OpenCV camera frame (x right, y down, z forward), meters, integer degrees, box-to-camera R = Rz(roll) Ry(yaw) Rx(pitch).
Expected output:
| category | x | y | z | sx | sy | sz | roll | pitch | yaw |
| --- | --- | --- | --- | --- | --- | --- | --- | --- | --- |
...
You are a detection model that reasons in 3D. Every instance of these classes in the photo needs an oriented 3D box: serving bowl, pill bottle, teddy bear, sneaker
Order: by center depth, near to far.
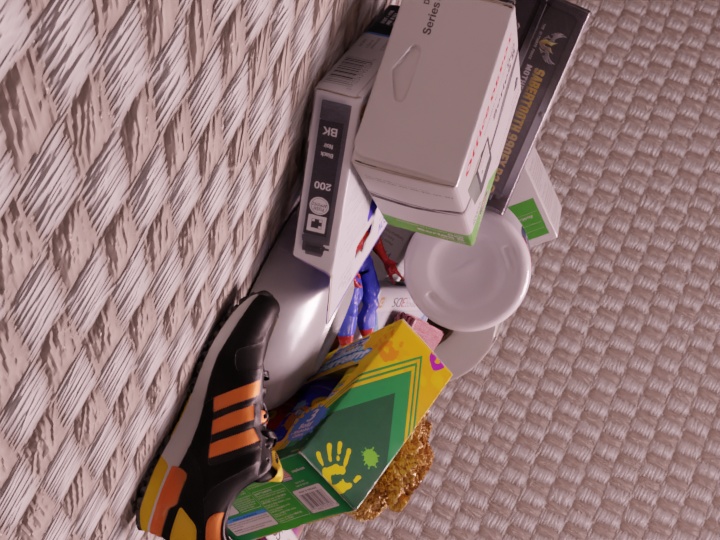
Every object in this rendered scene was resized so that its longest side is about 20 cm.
| category | x | y | z | sx | sy | sz | roll | pitch | yaw |
| --- | --- | --- | --- | --- | --- | --- | --- | --- | --- |
| sneaker | -0.089 | 0.117 | 1.000 | 0.070 | 0.090 | 0.200 | 79 | 35 | -80 |
| serving bowl | -0.052 | 0.039 | 1.156 | 0.200 | 0.066 | 0.200 | 24 | 90 | -84 |
| teddy bear | 0.024 | 0.164 | 1.280 | 0.145 | 0.067 | 0.200 | -58 | -176 | 20 |
| pill bottle | 0.109 | -0.013 | 1.328 | 0.200 | 0.119 | 0.120 | -46 | 159 | -80 |

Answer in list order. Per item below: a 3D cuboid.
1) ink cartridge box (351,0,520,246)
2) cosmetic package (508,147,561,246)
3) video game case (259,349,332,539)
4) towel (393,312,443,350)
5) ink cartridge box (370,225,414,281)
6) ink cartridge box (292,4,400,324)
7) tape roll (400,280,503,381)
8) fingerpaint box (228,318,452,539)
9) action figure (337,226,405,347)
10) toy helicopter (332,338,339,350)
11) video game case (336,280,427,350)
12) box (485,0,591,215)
| category | x | y | z | sx | sy | sz | roll | pitch | yaw |
| --- | --- | --- | --- | --- | --- | --- | --- | --- | --- |
| ink cartridge box | 0.065 | -0.115 | 1.041 | 0.200 | 0.084 | 0.146 | 52 | 55 | -77 |
| cosmetic package | 0.136 | -0.121 | 1.481 | 0.108 | 0.200 | 0.085 | -21 | -158 | 22 |
| video game case | -0.073 | 0.175 | 1.362 | 0.200 | 0.036 | 0.181 | -65 | 155 | -25 |
| towel | 0.021 | 0.141 | 1.403 | 0.200 | 0.023 | 0.144 | -62 | 162 | -1 |
| ink cartridge box | 0.018 | -0.004 | 1.430 | 0.200 | 0.047 | 0.160 | -58 | 174 | 1 |
| ink cartridge box | -0.002 | -0.090 | 1.081 | 0.198 | 0.043 | 0.200 | -59 | 161 | -57 |
| tape roll | 0.079 | 0.020 | 1.616 | 0.139 | 0.203 | 0.203 | -57 | 169 | -63 |
| fingerpaint box | -0.038 | 0.144 | 1.176 | 0.200 | 0.073 | 0.167 | -28 | -163 | 52 |
| action figure | 0.000 | 0.000 | 1.257 | 0.065 | 0.052 | 0.200 | -14 | 98 | -46 |
| toy helicopter | -0.060 | 0.152 | 1.480 | 0.200 | 0.079 | 0.132 | -67 | 164 | -46 |
| video game case | 0.009 | 0.105 | 1.389 | 0.200 | 0.022 | 0.182 | -67 | 159 | 8 |
| box | 0.098 | -0.172 | 1.214 | 0.048 | 0.158 | 0.200 | -44 | 157 | -76 |
